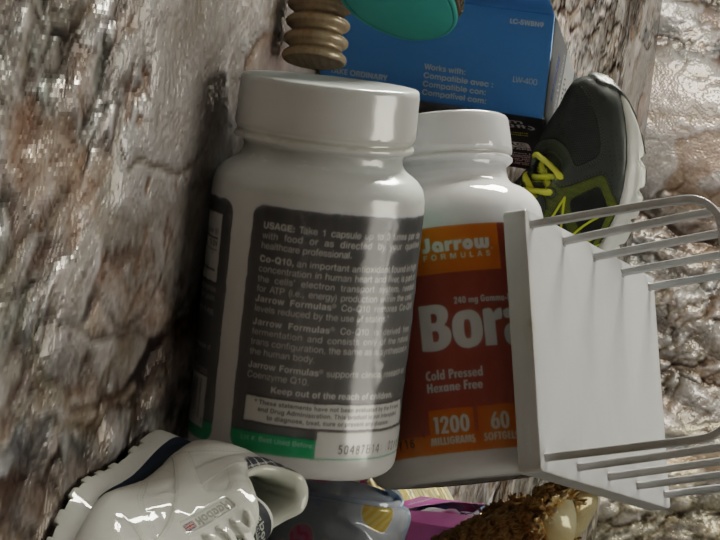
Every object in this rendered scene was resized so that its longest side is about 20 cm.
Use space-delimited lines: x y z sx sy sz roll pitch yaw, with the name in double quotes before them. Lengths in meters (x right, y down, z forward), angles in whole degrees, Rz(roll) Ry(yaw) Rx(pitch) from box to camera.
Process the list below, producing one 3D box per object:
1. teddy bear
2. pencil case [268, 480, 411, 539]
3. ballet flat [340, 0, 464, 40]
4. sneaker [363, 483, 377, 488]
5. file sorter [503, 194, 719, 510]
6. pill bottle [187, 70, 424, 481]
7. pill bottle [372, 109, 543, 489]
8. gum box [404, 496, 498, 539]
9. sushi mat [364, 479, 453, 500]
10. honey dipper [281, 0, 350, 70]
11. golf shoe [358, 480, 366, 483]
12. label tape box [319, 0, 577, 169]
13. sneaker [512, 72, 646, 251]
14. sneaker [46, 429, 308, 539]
"teddy bear" 0.053 0.171 1.372 0.200 0.067 0.145 -39 178 36
"pencil case" -0.025 0.225 1.456 0.083 0.090 0.201 6 91 -76
"ballet flat" -0.003 -0.178 1.295 0.200 0.068 0.076 11 67 -59
"sneaker" -0.009 0.246 1.565 0.130 0.079 0.200 -80 -179 -54
"file sorter" 0.175 0.046 1.316 0.200 0.124 0.140 22 62 -61
"pill bottle" -0.026 0.001 1.257 0.113 0.112 0.201 -25 123 -76
"pill bottle" 0.051 0.017 1.340 0.112 0.111 0.201 27 56 -77
"gum box" 0.064 0.240 1.513 0.066 0.113 0.201 -9 99 -49
"sushi mat" 0.036 0.154 1.678 0.201 0.012 0.096 62 26 -22
"honey dipper" -0.014 -0.215 1.368 0.038 0.038 0.201 46 50 -75
"golf shoe" 0.029 0.230 1.711 0.075 0.091 0.201 -48 142 -68
"label tape box" 0.052 -0.122 1.475 0.200 0.143 0.064 48 53 -73
"sneaker" 0.105 -0.021 1.423 0.074 0.084 0.201 40 -61 57
"sneaker" -0.089 0.131 1.129 0.200 0.080 0.077 -52 150 -62
